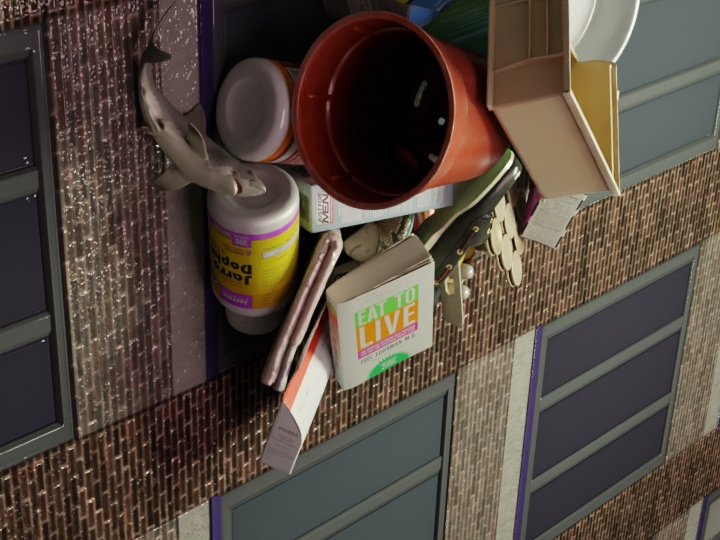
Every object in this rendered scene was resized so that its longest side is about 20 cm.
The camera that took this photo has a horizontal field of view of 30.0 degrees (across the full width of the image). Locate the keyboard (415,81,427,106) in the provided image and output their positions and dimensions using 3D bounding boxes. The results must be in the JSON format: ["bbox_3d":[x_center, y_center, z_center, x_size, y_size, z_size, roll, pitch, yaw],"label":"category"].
[{"bbox_3d":[0.054,-0.162,1.741,0.056,0.011,0.202,3,108,-49],"label":"keyboard"}]

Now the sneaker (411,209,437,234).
[{"bbox_3d":[0.045,-0.014,1.734,0.084,0.077,0.202,7,104,-31],"label":"sneaker"}]

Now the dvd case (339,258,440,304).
[{"bbox_3d":[0.053,0.006,1.819,0.151,0.025,0.200,-58,143,-6],"label":"dvd case"}]

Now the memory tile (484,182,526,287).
[{"bbox_3d":[0.192,-0.079,1.842,0.200,0.017,0.155,51,40,-55],"label":"memory tile"}]

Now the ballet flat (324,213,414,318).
[{"bbox_3d":[0.000,0.000,1.672,0.074,0.068,0.201,8,124,-26],"label":"ballet flat"}]

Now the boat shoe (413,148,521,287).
[{"bbox_3d":[0.131,-0.065,1.654,0.063,0.074,0.202,34,112,-19],"label":"boat shoe"}]

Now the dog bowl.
[{"bbox_3d":[0.295,-0.361,1.844,0.199,0.078,0.202,-26,128,-38],"label":"dog bowl"}]

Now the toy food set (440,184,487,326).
[{"bbox_3d":[0.154,-0.040,1.831,0.201,0.060,0.145,-61,151,-50],"label":"toy food set"}]

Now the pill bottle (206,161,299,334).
[{"bbox_3d":[-0.122,-0.019,1.538,0.104,0.104,0.201,-34,146,-30],"label":"pill bottle"}]

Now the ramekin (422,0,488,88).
[{"bbox_3d":[0.147,-0.244,1.635,0.097,0.201,0.201,-20,136,7],"label":"ramekin"}]

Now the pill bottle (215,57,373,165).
[{"bbox_3d":[-0.058,-0.176,1.528,0.199,0.112,0.114,0,111,-48],"label":"pill bottle"}]

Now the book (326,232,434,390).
[{"bbox_3d":[0.024,0.057,1.645,0.133,0.048,0.201,-28,149,-14],"label":"book"}]

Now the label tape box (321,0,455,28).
[{"bbox_3d":[0.066,-0.326,1.512,0.144,0.199,0.064,-41,136,-24],"label":"label tape box"}]

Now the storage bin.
[{"bbox_3d":[0.216,-0.211,1.480,0.200,0.093,0.201,48,40,-51],"label":"storage bin"}]

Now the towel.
[{"bbox_3d":[-0.067,0.039,1.607,0.200,0.032,0.193,-105,-142,-83],"label":"towel"}]

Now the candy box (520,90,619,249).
[{"bbox_3d":[0.289,-0.147,1.866,0.201,0.060,0.137,113,-5,-49],"label":"candy box"}]

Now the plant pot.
[{"bbox_3d":[0.061,-0.169,1.450,0.194,0.199,0.203,-7,117,-57],"label":"plant pot"}]

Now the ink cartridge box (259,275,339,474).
[{"bbox_3d":[-0.059,0.128,1.639,0.201,0.047,0.161,114,-1,-46],"label":"ink cartridge box"}]

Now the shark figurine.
[{"bbox_3d":[-0.191,-0.170,1.434,0.216,0.127,0.090,61,38,-27],"label":"shark figurine"}]

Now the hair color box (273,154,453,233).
[{"bbox_3d":[0.004,-0.103,1.611,0.198,0.099,0.061,-11,115,-28],"label":"hair color box"}]
